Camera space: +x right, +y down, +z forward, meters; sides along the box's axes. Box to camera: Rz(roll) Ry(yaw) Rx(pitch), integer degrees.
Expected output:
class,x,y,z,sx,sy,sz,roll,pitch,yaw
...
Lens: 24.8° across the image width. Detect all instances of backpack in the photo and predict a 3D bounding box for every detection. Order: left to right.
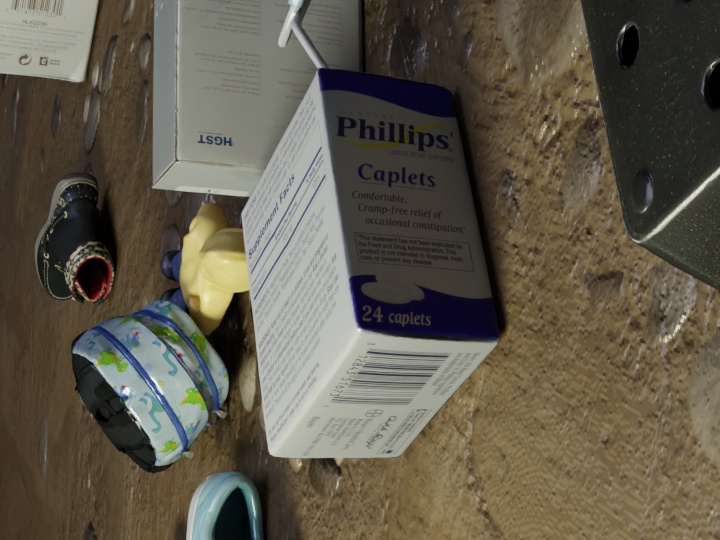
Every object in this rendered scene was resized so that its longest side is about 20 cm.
class,x,y,z,sx,sy,sz,roll,pitch,yaw
backpack,-0.199,0.105,1.533,0.164,0.153,0.200,58,180,3

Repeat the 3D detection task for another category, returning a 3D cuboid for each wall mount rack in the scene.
class,x,y,z,sx,sy,sz,roll,pitch,yaw
wall mount rack,-0.004,-0.216,1.154,0.175,0.074,0.201,-76,7,-49

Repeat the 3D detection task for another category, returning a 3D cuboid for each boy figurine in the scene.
class,x,y,z,sx,sy,sz,roll,pitch,yaw
boy figurine,-0.137,-0.006,1.522,0.200,0.064,0.126,153,119,-65

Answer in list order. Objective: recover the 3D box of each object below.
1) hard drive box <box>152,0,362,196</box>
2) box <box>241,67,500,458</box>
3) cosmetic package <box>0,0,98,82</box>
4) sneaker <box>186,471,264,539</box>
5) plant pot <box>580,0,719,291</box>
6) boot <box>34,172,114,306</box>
class,x,y,z,sx,sy,sz,roll,pitch,yaw
hard drive box,-0.081,-0.164,1.281,0.077,0.154,0.202,150,122,-65
box,0.000,0.000,1.113,0.184,0.104,0.202,125,142,-53
cosmetic package,-0.463,-0.385,2.277,0.201,0.165,0.168,-117,37,-54
sneaker,-0.120,0.272,1.413,0.082,0.073,0.202,144,126,-67
plant pot,0.186,-0.089,0.561,0.200,0.175,0.202,129,139,-56
boot,-0.366,-0.002,2.094,0.155,0.073,0.205,-111,31,-42
